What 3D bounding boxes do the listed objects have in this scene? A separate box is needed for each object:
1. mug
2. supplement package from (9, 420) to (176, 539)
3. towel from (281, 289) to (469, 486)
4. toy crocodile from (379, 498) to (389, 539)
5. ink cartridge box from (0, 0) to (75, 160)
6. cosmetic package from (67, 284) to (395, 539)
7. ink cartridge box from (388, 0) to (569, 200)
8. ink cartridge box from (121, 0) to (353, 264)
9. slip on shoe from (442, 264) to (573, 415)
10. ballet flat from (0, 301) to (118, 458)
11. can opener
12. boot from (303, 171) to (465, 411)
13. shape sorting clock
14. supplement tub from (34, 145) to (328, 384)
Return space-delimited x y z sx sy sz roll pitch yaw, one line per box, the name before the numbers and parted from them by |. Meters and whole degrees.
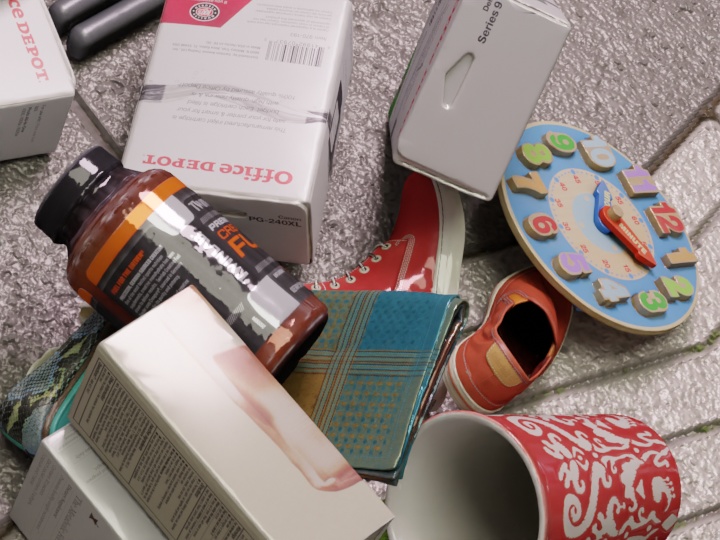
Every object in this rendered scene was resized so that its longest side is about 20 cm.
mug | 0.118 0.143 1.592 0.199 0.134 0.178 -1 49 -51
supplement package | -0.122 0.187 1.514 0.109 0.114 0.200 -32 73 -35
towel | -0.027 0.077 1.583 0.022 0.199 0.147 47 56 -41
toy crocodile | -0.010 0.188 1.593 0.199 0.062 0.068 19 34 -14
ink cartridge box | -0.327 -0.149 1.670 0.199 0.084 0.147 -11 63 -26
cosmetic package | -0.084 0.123 1.437 0.087 0.104 0.200 -33 76 -35
ink cartridge box | 0.086 -0.149 1.725 0.083 0.147 0.200 23 13 -6
ink cartridge box | -0.090 -0.112 1.716 0.144 0.084 0.201 7 56 6
slip on shoe | 0.124 0.046 1.702 0.074 0.061 0.200 55 31 -4
ballet flat | -0.186 0.053 1.609 0.074 0.074 0.200 37 52 5
can opener | -0.162 -0.236 1.805 0.200 0.067 0.053 -36 77 -29
boot | 0.000 0.000 1.710 0.143 0.073 0.201 12 59 -11
shape sorting clock | 0.190 -0.037 1.796 0.199 0.039 0.201 28 39 -25
supplement tub | -0.126 0.005 1.548 0.200 0.107 0.107 40 54 4
